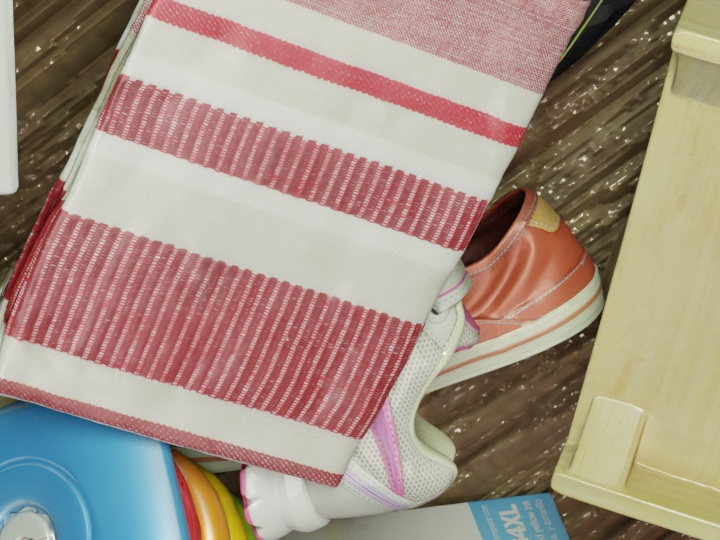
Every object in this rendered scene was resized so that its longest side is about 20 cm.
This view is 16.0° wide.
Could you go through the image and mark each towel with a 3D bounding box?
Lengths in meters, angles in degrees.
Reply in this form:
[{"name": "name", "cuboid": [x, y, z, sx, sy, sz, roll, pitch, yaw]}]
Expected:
[{"name": "towel", "cuboid": [-0.027, -0.029, 0.859, 0.143, 0.023, 0.201, 18, 111, -24]}]

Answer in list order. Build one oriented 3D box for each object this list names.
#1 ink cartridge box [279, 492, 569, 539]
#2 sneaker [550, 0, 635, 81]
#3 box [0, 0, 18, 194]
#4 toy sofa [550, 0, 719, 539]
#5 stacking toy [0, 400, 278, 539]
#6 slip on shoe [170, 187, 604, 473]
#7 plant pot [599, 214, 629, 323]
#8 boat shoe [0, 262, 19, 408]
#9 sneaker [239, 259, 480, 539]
[{"name": "ink cartridge box", "cuboid": [-0.002, 0.191, 1.107, 0.199, 0.126, 0.129, -4, 130, -12]}, {"name": "sneaker", "cuboid": [0.081, -0.129, 0.916, 0.072, 0.083, 0.200, 45, 94, 6]}, {"name": "box", "cuboid": [-0.215, -0.090, 0.816, 0.199, 0.125, 0.098, -5, 130, -12]}, {"name": "toy sofa", "cuboid": [0.139, -0.007, 0.963, 0.082, 0.098, 0.201, 17, 114, 8]}, {"name": "stacking toy", "cuboid": [-0.071, 0.116, 0.983, 0.116, 0.110, 0.200, -22, 159, 23]}, {"name": "slip on shoe", "cuboid": [-0.004, 0.024, 1.013, 0.199, 0.074, 0.061, -23, 108, 5]}, {"name": "plant pot", "cuboid": [0.204, 0.026, 1.050, 0.200, 0.093, 0.202, -7, 129, -9]}, {"name": "boat shoe", "cuboid": [-0.118, 0.035, 0.980, 0.068, 0.075, 0.201, 0, 130, -22]}, {"name": "sneaker", "cuboid": [0.000, 0.000, 0.944, 0.088, 0.081, 0.201, 0, 103, 2]}]
